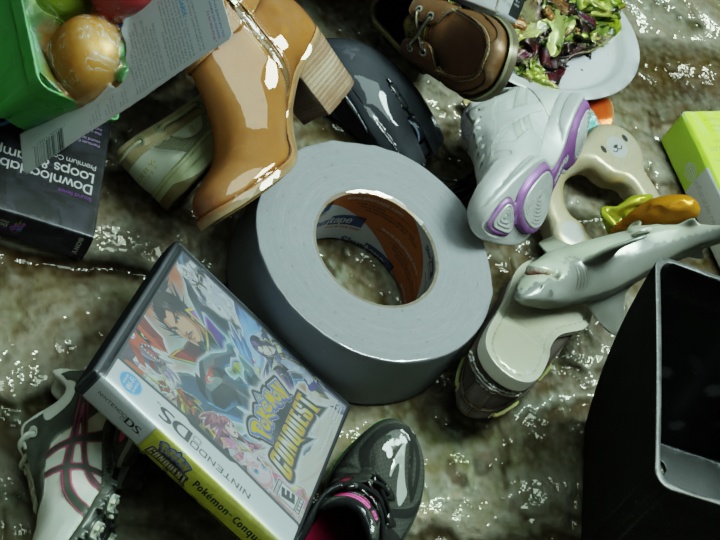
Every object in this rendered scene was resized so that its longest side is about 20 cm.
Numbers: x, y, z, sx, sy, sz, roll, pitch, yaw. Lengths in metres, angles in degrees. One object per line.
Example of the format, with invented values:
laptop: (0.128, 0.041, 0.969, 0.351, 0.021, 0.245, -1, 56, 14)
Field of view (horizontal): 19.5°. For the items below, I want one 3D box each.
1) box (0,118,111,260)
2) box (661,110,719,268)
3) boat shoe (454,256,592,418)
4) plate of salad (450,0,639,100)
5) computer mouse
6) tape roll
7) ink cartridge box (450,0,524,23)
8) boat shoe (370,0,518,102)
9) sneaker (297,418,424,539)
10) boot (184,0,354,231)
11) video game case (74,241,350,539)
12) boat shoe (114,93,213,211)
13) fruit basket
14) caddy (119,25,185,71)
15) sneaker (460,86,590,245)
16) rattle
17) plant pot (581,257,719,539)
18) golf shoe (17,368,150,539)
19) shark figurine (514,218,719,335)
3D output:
box: (-0.258, -0.114, 1.571, 0.142, 0.036, 0.201, 16, 53, -18)
box: (0.358, -0.049, 1.846, 0.121, 0.048, 0.201, -4, 60, -29)
boat shoe: (0.126, 0.052, 1.637, 0.072, 0.060, 0.200, 40, 32, 1)
plate of salad: (0.160, -0.228, 1.853, 0.198, 0.048, 0.201, 14, 45, -14)
computer mouse: (0.049, -0.137, 1.744, 0.140, 0.046, 0.200, -30, 75, -39)
tape roll: (0.000, 0.000, 1.609, 0.199, 0.066, 0.202, 14, 53, -19)
ink cartridge box: (0.037, -0.258, 1.758, 0.198, 0.037, 0.095, 20, 5, 13)
boat shoe: (0.063, -0.188, 1.721, 0.067, 0.073, 0.200, 16, 7, -24)
sneaker: (-0.001, 0.178, 1.470, 0.076, 0.084, 0.201, 35, 49, -2)
boot: (-0.103, -0.140, 1.549, 0.155, 0.076, 0.200, 47, 59, -16)
video game case: (-0.096, 0.088, 1.456, 0.181, 0.025, 0.200, 44, 27, -10)
boat shoe: (-0.115, -0.130, 1.637, 0.063, 0.073, 0.201, 39, 56, -3)
fruit basket: (-0.183, -0.189, 1.517, 0.094, 0.199, 0.187, 32, 35, -54)
caddy: (-0.157, -0.248, 1.674, 0.141, 0.105, 0.201, 36, 35, -22)
sneaker: (0.114, -0.086, 1.685, 0.099, 0.075, 0.200, 16, 36, 17)
rattle: (0.216, -0.103, 1.752, 0.129, 0.143, 0.201, 12, 57, -1)
plant pot: (0.265, 0.142, 1.576, 0.198, 0.178, 0.201, 19, 52, -16)
golf shoe: (-0.197, 0.148, 1.406, 0.087, 0.078, 0.201, 18, 43, 4)
shark figurine: (0.221, 0.007, 1.642, 0.212, 0.128, 0.090, -13, 100, -3)
